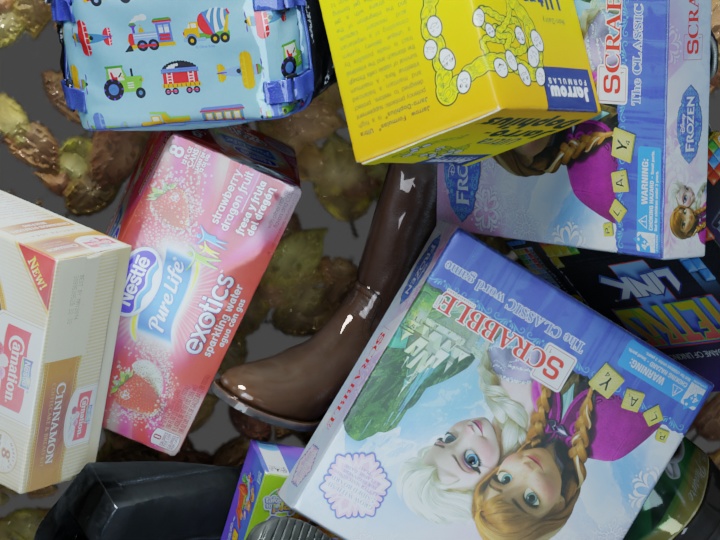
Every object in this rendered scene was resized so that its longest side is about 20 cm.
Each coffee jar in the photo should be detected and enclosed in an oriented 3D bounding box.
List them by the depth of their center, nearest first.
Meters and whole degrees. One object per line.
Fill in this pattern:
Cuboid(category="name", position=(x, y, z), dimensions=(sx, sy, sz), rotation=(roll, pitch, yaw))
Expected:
Cuboid(category="coffee jar", position=(0.157, 0.117, 1.767), dimensions=(0.085, 0.104, 0.200), rotation=(-39, 102, 26))

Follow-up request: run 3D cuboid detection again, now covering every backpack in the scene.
Cuboid(category="backpack", position=(-0.102, -0.197, 1.628), dimensions=(0.181, 0.135, 0.201), rotation=(2, 110, 15))

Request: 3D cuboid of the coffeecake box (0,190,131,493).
Cuboid(category="coffeecake box", position=(-0.249, 0.029, 1.684), dimensions=(0.199, 0.073, 0.155), rotation=(22, 110, 31))

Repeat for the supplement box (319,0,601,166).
Cuboid(category="supplement box", position=(0.048, -0.171, 1.578), dimensions=(0.109, 0.109, 0.201), rotation=(-19, 80, 37))

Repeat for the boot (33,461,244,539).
Cuboid(category="boot", position=(-0.133, 0.193, 1.742), dimensions=(0.065, 0.199, 0.166), rotation=(32, 110, 29))

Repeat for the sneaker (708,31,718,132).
Cuboid(category="sneaker", position=(0.190, -0.102, 1.701), dimensions=(0.076, 0.146, 0.203), rotation=(-20, 110, 0))

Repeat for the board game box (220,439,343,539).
Cuboid(category="board game box", position=(0.008, 0.192, 1.737), dimensions=(0.199, 0.045, 0.135), rotation=(10, 112, -20))

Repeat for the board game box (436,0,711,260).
Cuboid(category="board game box", position=(0.125, -0.116, 1.623), dimensions=(0.041, 0.199, 0.202), rotation=(-5, 98, -40))

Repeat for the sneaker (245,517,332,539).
Cuboid(category="sneaker", position=(-0.035, 0.224, 1.663), dimensions=(0.088, 0.074, 0.200), rotation=(1, 139, 38))

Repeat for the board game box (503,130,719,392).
Cuboid(category="board game box", position=(0.200, 0.002, 1.709), dimensions=(0.166, 0.200, 0.057), rotation=(50, 63, -16))

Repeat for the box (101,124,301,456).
Cuboid(category="box", position=(-0.121, 0.002, 1.730), dimensions=(0.095, 0.100, 0.201), rotation=(23, 105, -12))

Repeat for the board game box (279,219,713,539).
Cuboid(category="board game box", position=(0.085, 0.105, 1.665), dimensions=(0.199, 0.041, 0.200), rotation=(30, 91, -15))

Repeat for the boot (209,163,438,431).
Cuboid(category="boot", position=(0.000, 0.000, 1.723), dimensions=(0.064, 0.186, 0.201), rotation=(34, 111, 31))
